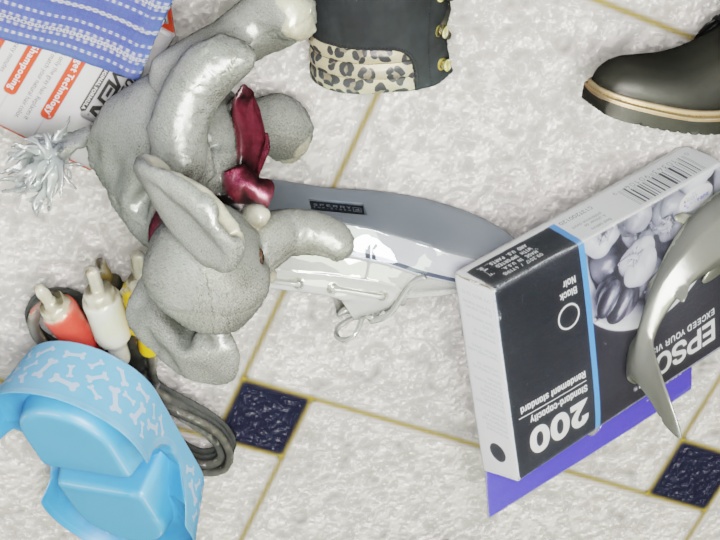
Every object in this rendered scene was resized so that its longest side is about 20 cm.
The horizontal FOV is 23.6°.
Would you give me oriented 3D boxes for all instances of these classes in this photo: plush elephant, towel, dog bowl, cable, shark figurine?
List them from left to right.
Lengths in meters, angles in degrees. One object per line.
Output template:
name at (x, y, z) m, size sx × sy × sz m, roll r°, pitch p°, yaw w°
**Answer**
towel at (-0.150, -0.175, 0.866) m, size 0.143 × 0.024 × 0.200 m, roll 13°, pitch 144°, yaw -18°
dog bowl at (-0.164, 0.117, 1.109) m, size 0.110 × 0.050 × 0.201 m, roll 6°, pitch 144°, yaw 22°
cable at (-0.150, 0.072, 1.114) m, size 0.096 × 0.051 × 0.201 m, roll -16°, pitch 123°, yaw 8°
plush elephant at (-0.078, -0.036, 0.947) m, size 0.198 × 0.156 × 0.165 m, roll -25°, pitch 158°, yaw -21°
shark figurine at (0.239, -0.009, 1.075) m, size 0.214 × 0.089 × 0.129 m, roll -41°, pitch 130°, yaw -22°

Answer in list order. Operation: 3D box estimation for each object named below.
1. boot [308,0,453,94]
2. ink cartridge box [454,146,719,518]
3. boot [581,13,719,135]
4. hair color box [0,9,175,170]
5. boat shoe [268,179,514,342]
boot at (0.053, -0.188, 0.989) m, size 0.201 × 0.074 × 0.155 m, roll -7°, pitch 125°, yaw -1°
ink cartridge box at (0.157, 0.048, 1.121) m, size 0.197 × 0.043 × 0.202 m, roll -28°, pitch 128°, yaw -26°
boot at (0.233, -0.161, 1.043) m, size 0.198 × 0.078 × 0.140 m, roll -7°, pitch 119°, yaw -22°
hair color box at (-0.214, -0.150, 0.967) m, size 0.199 × 0.061 × 0.102 m, roll 27°, pitch 113°, yaw -23°
boat shoe at (0.000, 0.002, 1.092) m, size 0.199 × 0.075 × 0.087 m, roll 7°, pitch 120°, yaw -12°
